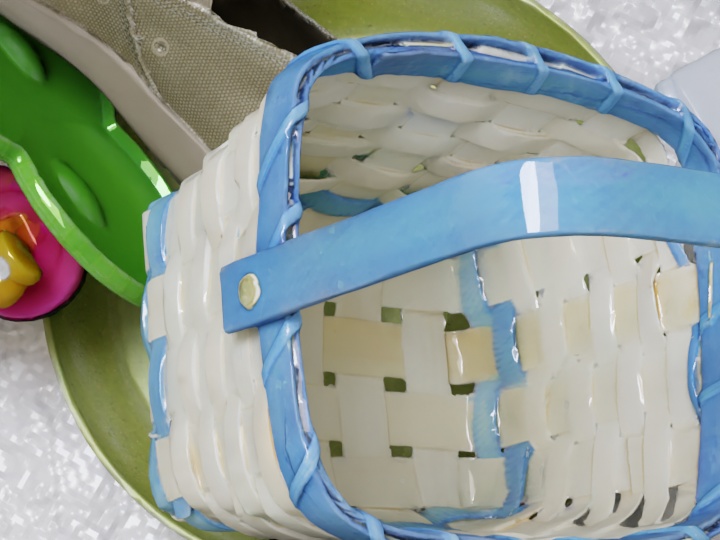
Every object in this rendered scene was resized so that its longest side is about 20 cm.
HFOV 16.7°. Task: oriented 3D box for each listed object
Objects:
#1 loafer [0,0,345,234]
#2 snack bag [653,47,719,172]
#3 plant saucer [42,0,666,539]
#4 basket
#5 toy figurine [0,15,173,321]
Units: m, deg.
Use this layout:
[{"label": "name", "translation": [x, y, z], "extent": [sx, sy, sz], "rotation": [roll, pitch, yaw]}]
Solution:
[{"label": "loafer", "translation": [-0.065, -0.091, 0.726], "extent": [0.200, 0.076, 0.067], "rotation": [43, 109, -6]}, {"label": "snack bag", "translation": [0.200, -0.019, 0.677], "extent": [0.199, 0.021, 0.190], "rotation": [-24, 75, 2]}, {"label": "plant saucer", "translation": [0.000, 0.000, 0.768], "extent": [0.198, 0.031, 0.202], "rotation": [-1, 75, 5]}, {"label": "basket", "translation": [0.041, 0.007, 0.626], "extent": [0.199, 0.175, 0.140], "rotation": [-11, 76, 49]}, {"label": "toy figurine", "translation": [-0.174, -0.018, 0.745], "extent": [0.184, 0.150, 0.200], "rotation": [-38, 89, 18]}]
